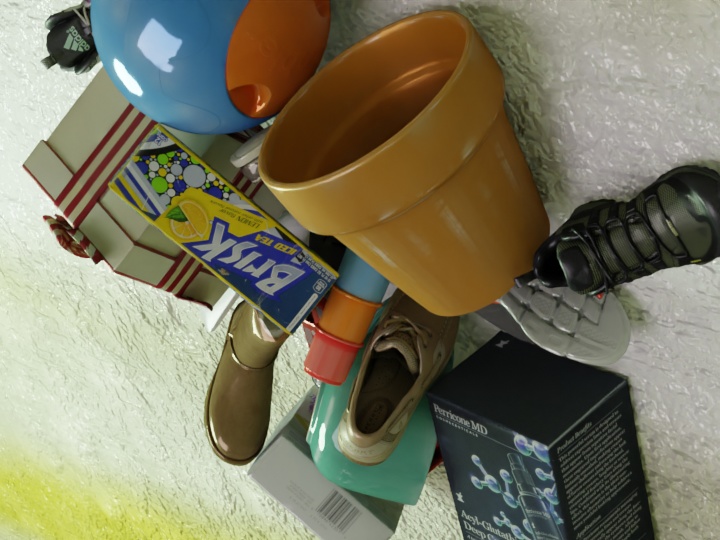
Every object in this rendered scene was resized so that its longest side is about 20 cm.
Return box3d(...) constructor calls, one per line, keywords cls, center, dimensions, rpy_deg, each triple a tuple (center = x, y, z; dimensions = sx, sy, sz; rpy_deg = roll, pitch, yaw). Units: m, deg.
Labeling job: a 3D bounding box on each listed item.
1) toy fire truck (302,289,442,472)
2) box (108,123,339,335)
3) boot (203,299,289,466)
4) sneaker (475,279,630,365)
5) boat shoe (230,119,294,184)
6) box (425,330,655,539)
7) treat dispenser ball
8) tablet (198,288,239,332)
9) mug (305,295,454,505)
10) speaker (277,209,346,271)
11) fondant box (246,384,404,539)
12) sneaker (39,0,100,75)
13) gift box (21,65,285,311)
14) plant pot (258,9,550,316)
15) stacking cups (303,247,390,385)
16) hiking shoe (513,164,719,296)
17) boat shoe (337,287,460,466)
box3d(cls="toy fire truck", center=(0.010, 0.104, 1.704), dimensions=(0.141, 0.049, 0.201), rpy_deg=(23, 137, 42))
box3d(cls="box", center=(-0.116, -0.035, 1.447), dimensions=(0.200, 0.070, 0.064), rpy_deg=(40, 179, -10))
box3d(cls="boot", center=(-0.097, 0.078, 1.584), dimensions=(0.200, 0.066, 0.176), rpy_deg=(129, 146, -69))
box3d(cls="sneaker", center=(0.150, 0.027, 1.427), dimensions=(0.199, 0.077, 0.082), rpy_deg=(31, 170, 36))
box3d(cls="boat shoe", center=(-0.054, -0.104, 1.461), dimensions=(0.072, 0.200, 0.060), rpy_deg=(-27, 98, 19))
box3d(cls="box", center=(0.162, 0.179, 1.505), dimensions=(0.148, 0.107, 0.201), rpy_deg=(21, 136, 45))
box3d(cls="treat dispenser ball", center=(-0.124, -0.214, 1.415), dimensions=(0.200, 0.200, 0.202), rpy_deg=(35, 146, 29))
box3d(cls="tablet", center=(-0.154, -0.054, 1.698), dimensions=(0.130, 0.014, 0.201), rpy_deg=(-52, 49, 42))
box3d(cls="mug", center=(0.018, 0.116, 1.589), dimensions=(0.114, 0.186, 0.152), rpy_deg=(14, 159, -1))
box3d(cls="speaker", center=(-0.070, -0.023, 1.658), dimensions=(0.199, 0.081, 0.082), rpy_deg=(-1, 120, 55))
box3d(cls="fondant box", center=(-0.025, 0.203, 1.705), dimensions=(0.144, 0.058, 0.200), rpy_deg=(41, -168, -1))
box3d(cls="sneaker", center=(-0.246, -0.234, 1.630), dimensions=(0.078, 0.140, 0.200), rpy_deg=(55, 151, -2))
box3d(cls="gift box", center=(-0.181, -0.074, 1.572), dimensions=(0.200, 0.187, 0.184), rpy_deg=(48, -167, 35))
box3d(cls="plant pot", center=(0.051, -0.070, 1.344), dimensions=(0.200, 0.200, 0.184), rpy_deg=(4, 139, 53))
box3d(cls="stacking cups", center=(0.000, 0.000, 1.478), dimensions=(0.060, 0.060, 0.201), rpy_deg=(30, 99, 35))
box3d(cls="hiking shoe", center=(0.199, -0.015, 1.256), dimensions=(0.076, 0.101, 0.200), rpy_deg=(57, 150, -7))
box3d(cls="boat shoe", center=(0.040, 0.073, 1.487), dimensions=(0.071, 0.201, 0.065), rpy_deg=(20, 154, 6))
